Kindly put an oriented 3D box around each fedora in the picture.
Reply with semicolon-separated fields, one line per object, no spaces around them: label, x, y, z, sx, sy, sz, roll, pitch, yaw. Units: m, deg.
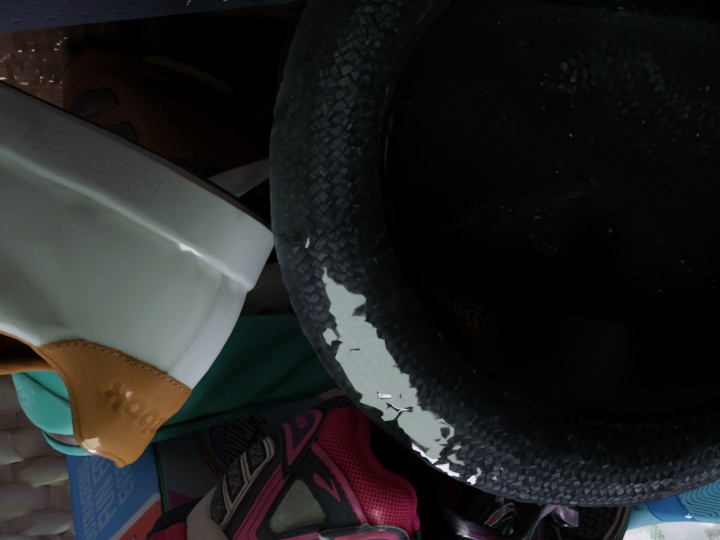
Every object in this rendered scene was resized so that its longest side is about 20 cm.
fedora;0.051;-0.038;0.715;0.200;0.202;0.092;13;-171;-33

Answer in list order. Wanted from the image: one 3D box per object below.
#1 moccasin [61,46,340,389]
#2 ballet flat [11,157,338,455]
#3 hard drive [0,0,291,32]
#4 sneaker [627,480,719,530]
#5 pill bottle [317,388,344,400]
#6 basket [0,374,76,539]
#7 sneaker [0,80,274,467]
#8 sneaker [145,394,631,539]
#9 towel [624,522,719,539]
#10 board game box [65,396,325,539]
moccasin;-0.015;-0.013;0.874;0.201;0.078;0.074;21;129;-38
ballet flat;0.000;0.000;0.784;0.199;0.067;0.071;-10;120;-12
hard drive;-0.099;-0.107;0.632;0.134;0.043;0.200;-4;162;15
sneaker;0.124;0.031;0.950;0.199;0.080;0.130;-15;-167;44
pill bottle;-0.025;0.097;0.969;0.106;0.201;0.106;-12;-162;4
basket;-0.146;0.084;1.064;0.199;0.136;0.123;-6;157;17
sneaker;-0.124;-0.015;0.684;0.199;0.085;0.073;25;176;23
sneaker;0.027;0.068;0.755;0.075;0.081;0.200;-44;164;25
towel;0.134;0.137;1.026;0.199;0.031;0.150;-16;114;32
board game box;0.009;0.103;0.830;0.199;0.153;0.040;28;112;-24
